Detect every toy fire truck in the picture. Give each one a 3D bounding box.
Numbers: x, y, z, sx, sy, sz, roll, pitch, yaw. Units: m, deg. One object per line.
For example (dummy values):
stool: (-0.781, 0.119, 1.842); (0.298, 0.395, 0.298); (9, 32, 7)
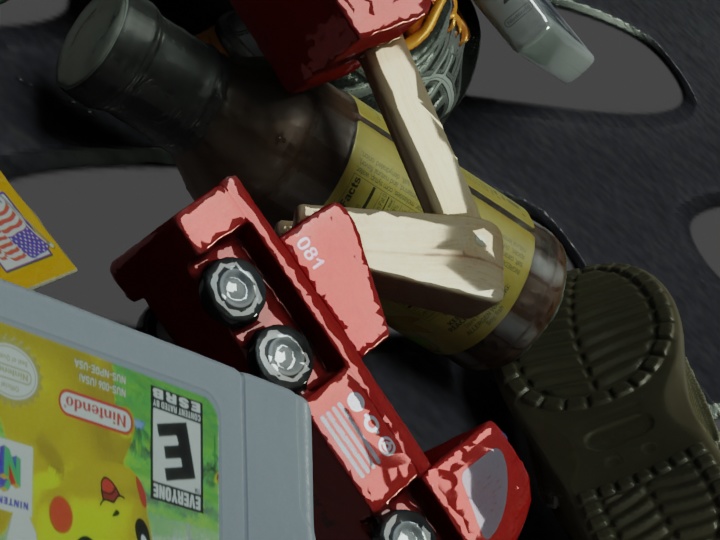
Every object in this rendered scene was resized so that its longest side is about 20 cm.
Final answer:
toy fire truck: (0.000, 0.000, 0.724); (0.141, 0.049, 0.200); (-36, 92, -38)

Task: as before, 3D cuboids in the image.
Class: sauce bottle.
sauce bottle: (-0.016, -0.033, 0.803); (0.200, 0.065, 0.065); (33, 31, -29)

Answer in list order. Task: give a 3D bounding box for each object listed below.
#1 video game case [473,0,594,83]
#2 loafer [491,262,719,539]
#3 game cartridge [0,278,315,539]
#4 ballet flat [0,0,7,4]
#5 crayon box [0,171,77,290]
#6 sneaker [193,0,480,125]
video game case: (0.035, -0.166, 1.030); (0.182, 0.023, 0.200); (52, 9, 6)
loafer: (0.095, 0.069, 0.835); (0.200, 0.076, 0.068); (-99, 174, -57)
game cartridge: (-0.075, 0.075, 0.551); (0.200, 0.040, 0.134); (24, 61, -51)
ballet flat: (-0.184, -0.151, 0.709); (0.200, 0.069, 0.063); (31, 18, -33)
crayon box: (-0.180, -0.051, 0.597); (0.200, 0.052, 0.126); (51, 28, 7)
sneaker: (0.009, -0.095, 0.907); (0.078, 0.077, 0.200); (49, 26, 5)
